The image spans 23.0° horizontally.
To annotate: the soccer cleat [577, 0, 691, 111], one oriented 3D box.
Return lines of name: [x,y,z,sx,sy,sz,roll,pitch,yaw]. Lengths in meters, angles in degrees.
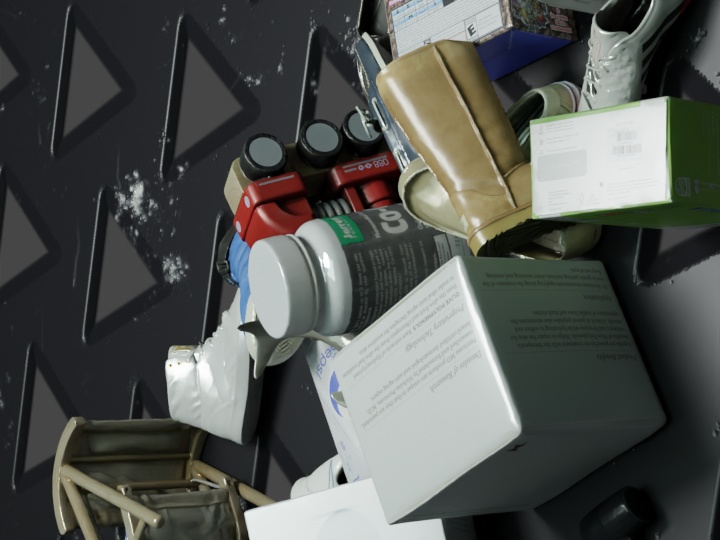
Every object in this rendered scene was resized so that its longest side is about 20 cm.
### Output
soccer cleat: [0.229,-0.190,1.579,0.069,0.085,0.201,44,119,39]

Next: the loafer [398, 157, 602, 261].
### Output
loafer: [0.124,-0.058,1.640,0.198,0.068,0.076,14,116,18]

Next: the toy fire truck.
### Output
toy fire truck: [-0.029,-0.035,1.797,0.201,0.174,0.129,64,153,22]

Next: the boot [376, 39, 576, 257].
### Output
boot: [0.131,-0.128,1.594,0.066,0.174,0.201,92,154,-65]

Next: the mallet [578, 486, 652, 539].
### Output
mallet: [0.254,0.295,1.565,0.066,0.041,0.202,-35,67,39]

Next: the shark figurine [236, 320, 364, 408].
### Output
shark figurine: [-0.006,0.081,1.750,0.213,0.129,0.090,31,157,11]

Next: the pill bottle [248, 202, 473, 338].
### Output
pill bottle: [0.000,0.000,1.707,0.113,0.198,0.114,37,134,54]

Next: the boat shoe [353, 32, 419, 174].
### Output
boat shoe: [0.036,-0.152,1.752,0.062,0.075,0.201,-40,60,18]

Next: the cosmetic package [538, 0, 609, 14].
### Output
cosmetic package: [0.190,-0.345,1.621,0.074,0.101,0.202,-30,66,41]

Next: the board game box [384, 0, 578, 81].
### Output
board game box: [0.106,-0.294,1.710,0.159,0.096,0.202,-21,73,45]

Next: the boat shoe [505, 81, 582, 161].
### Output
boat shoe: [0.136,-0.108,1.692,0.200,0.062,0.072,-53,52,33]

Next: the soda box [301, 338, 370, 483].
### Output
soda box: [0.003,0.131,1.821,0.063,0.068,0.202,-39,60,39]

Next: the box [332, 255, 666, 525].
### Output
box: [0.123,0.108,1.595,0.200,0.198,0.173,-41,60,40]

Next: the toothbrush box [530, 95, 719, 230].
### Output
toothbrush box: [0.257,-0.084,1.459,0.145,0.199,0.087,-6,83,47]

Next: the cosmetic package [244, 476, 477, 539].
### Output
cosmetic package: [0.015,0.311,1.706,0.197,0.123,0.202,-16,73,16]

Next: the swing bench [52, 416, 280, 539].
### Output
swing bench: [-0.215,0.263,1.956,0.200,0.198,0.131,42,118,40]

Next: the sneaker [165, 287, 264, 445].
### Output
sneaker: [-0.163,0.085,1.974,0.114,0.074,0.202,13,99,18]

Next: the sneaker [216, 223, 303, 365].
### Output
sneaker: [-0.105,0.016,1.871,0.111,0.076,0.202,-29,51,52]

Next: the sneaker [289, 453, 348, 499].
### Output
sneaker: [-0.004,0.276,1.821,0.087,0.074,0.201,-49,55,28]

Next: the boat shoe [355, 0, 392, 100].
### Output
boat shoe: [0.020,-0.271,1.832,0.067,0.057,0.202,18,101,46]
